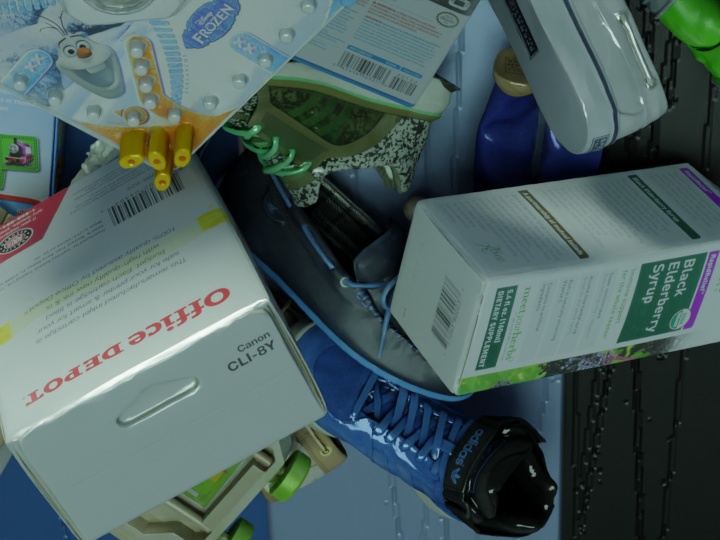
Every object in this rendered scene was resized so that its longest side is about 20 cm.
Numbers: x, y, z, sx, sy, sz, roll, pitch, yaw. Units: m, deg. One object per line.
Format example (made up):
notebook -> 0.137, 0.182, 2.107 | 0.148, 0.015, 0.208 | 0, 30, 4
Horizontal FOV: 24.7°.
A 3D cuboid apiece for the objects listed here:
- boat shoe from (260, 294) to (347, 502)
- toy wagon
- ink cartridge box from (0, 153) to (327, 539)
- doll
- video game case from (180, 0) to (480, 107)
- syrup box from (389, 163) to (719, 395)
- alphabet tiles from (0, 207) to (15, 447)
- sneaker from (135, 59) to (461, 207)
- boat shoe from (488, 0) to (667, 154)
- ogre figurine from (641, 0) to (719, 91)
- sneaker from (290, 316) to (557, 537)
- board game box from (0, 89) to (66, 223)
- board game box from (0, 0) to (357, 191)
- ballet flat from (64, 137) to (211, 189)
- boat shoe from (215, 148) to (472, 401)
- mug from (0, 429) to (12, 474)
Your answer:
boat shoe -> -0.062, 0.048, 1.031 | 0.069, 0.074, 0.200 | -20, 114, -3
toy wagon -> -0.105, 0.091, 0.992 | 0.155, 0.040, 0.200 | 35, 119, -9
ink cartridge box -> -0.120, 0.029, 0.868 | 0.145, 0.200, 0.083 | -29, 125, -2
doll -> 0.094, -0.034, 0.988 | 0.136, 0.048, 0.200 | 2, 124, -6
video game case -> 0.006, -0.177, 0.780 | 0.143, 0.018, 0.200 | 21, 132, -14
syrup box -> 0.125, 0.001, 0.934 | 0.200, 0.081, 0.079 | -8, 130, -28
alphabet tiles -> -0.271, 0.021, 0.946 | 0.200, 0.006, 0.167 | 34, 76, -29
sneaker -> -0.037, -0.078, 0.914 | 0.200, 0.077, 0.089 | 2, 102, -27
boat shoe -> 0.107, -0.164, 0.897 | 0.065, 0.074, 0.200 | -22, 93, -16
ogre figurine -> 0.246, -0.159, 0.892 | 0.200, 0.098, 0.120 | -22, 104, 3
sneaker -> 0.043, 0.098, 1.003 | 0.200, 0.111, 0.077 | 45, 69, -30
board game box -> -0.248, -0.107, 0.961 | 0.151, 0.037, 0.200 | 10, 125, -2
board game box -> -0.116, -0.138, 0.780 | 0.200, 0.026, 0.200 | 27, 131, -30
ballet flat -> -0.139, -0.053, 0.975 | 0.072, 0.072, 0.200 | 31, 106, -13
boat shoe -> 0.000, 0.000, 0.971 | 0.200, 0.084, 0.069 | 36, 126, -3
mug -> -0.300, 0.079, 1.033 | 0.153, 0.187, 0.150 | 29, 71, -21
